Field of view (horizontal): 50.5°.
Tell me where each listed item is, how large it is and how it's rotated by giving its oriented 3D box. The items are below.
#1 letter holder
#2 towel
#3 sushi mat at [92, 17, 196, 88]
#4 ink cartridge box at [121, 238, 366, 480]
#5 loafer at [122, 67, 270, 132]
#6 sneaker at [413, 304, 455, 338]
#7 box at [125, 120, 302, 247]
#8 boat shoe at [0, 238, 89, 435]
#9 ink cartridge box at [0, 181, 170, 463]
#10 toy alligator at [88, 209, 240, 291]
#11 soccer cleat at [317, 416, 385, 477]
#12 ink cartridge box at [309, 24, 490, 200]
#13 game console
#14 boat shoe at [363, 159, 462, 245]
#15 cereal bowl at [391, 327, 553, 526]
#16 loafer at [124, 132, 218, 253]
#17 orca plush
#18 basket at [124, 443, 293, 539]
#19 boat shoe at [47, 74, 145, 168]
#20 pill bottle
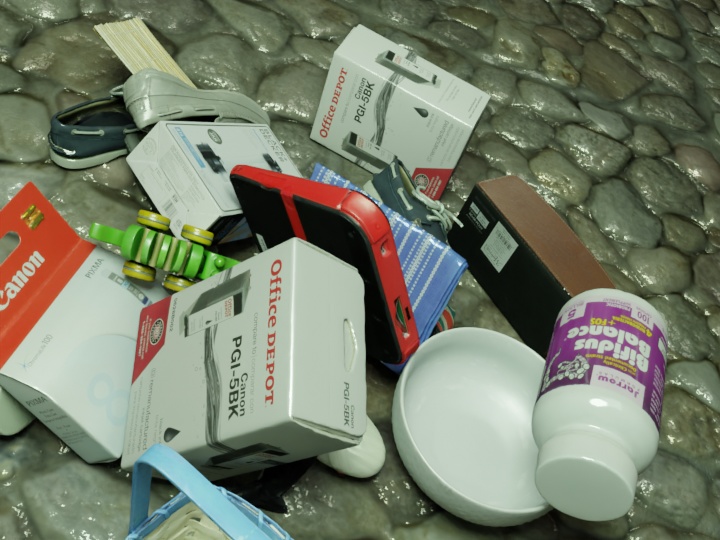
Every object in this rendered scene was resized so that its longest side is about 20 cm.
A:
[{"bbox_3d":[0.227,-0.016,0.946,0.140,0.101,0.201,-16,59,-34],"label":"letter holder"},{"bbox_3d":[0.000,0.000,0.807,0.198,0.146,0.024,34,17,14],"label":"towel"},{"bbox_3d":[-0.230,-0.223,0.926,0.201,0.012,0.096,50,30,-7],"label":"sushi mat"},{"bbox_3d":[-0.097,0.080,0.626,0.082,0.198,0.149,28,50,-43],"label":"ink cartridge box"},{"bbox_3d":[-0.180,-0.170,0.872,0.198,0.069,0.071,3,68,-49],"label":"loafer"},{"bbox_3d":[0.024,0.016,0.868,0.199,0.071,0.093,38,30,14],"label":"sneaker"},{"bbox_3d":[-0.139,-0.096,0.817,0.118,0.060,0.199,55,25,8],"label":"box"},{"bbox_3d":[-0.305,0.055,0.697,0.070,0.071,0.203,2,51,11],"label":"boat shoe"},{"bbox_3d":[-0.248,0.039,0.660,0.201,0.047,0.161,55,37,-28],"label":"ink cartridge box"},{"bbox_3d":[-0.148,-0.007,0.694,0.197,0.054,0.060,19,87,-15],"label":"toy alligator"},{"bbox_3d":[-0.048,0.113,0.736,0.069,0.078,0.200,-30,67,-38],"label":"soccer cleat"},{"bbox_3d":[0.047,-0.198,0.993,0.198,0.148,0.083,29,48,5],"label":"ink cartridge box"},{"bbox_3d":[-0.031,-0.003,0.725,0.175,0.202,0.031,21,53,36],"label":"game console"},{"bbox_3d":[0.069,-0.063,0.904,0.074,0.062,0.201,34,16,-37],"label":"boat shoe"},{"bbox_3d":[0.118,0.161,0.759,0.196,0.084,0.203,12,48,-13],"label":"cereal bowl"},{"bbox_3d":[-0.198,-0.086,0.840,0.069,0.076,0.201,-22,61,-20],"label":"loafer"},{"bbox_3d":[-0.059,0.112,0.669,0.104,0.071,0.202,32,81,1],"label":"orca plush"},{"bbox_3d":[-0.099,0.225,0.532,0.176,0.201,0.139,39,48,12],"label":"basket"},{"bbox_3d":[-0.277,-0.184,0.905,0.198,0.062,0.075,-27,63,-38],"label":"boat shoe"},{"bbox_3d":[0.219,0.120,0.702,0.111,0.113,0.201,27,45,2],"label":"pill bottle"}]
